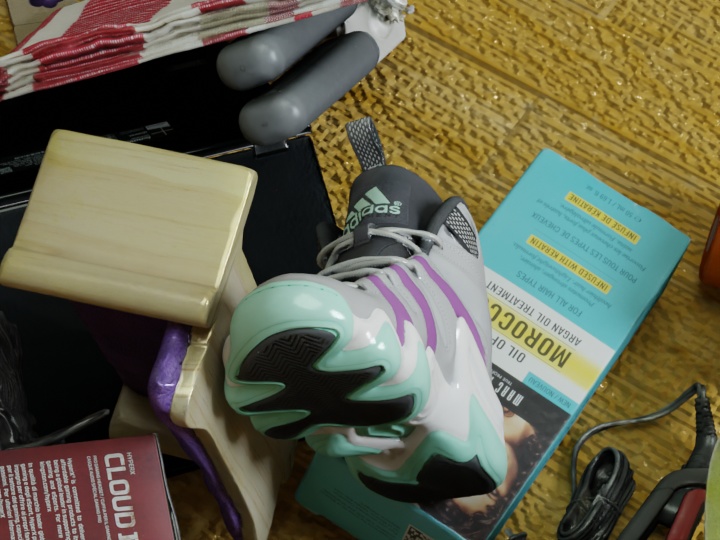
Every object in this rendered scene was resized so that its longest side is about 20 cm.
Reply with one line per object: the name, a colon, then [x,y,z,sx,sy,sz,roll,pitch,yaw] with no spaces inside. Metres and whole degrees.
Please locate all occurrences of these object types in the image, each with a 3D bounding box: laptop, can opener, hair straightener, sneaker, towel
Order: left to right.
laptop: [-0.114,-0.005,1.259,0.187,0.116,0.200,-14,29,-18]
towel: [-0.061,-0.126,1.253,0.200,0.023,0.144,-14,15,13]
can opener: [-0.023,-0.103,1.277,0.066,0.053,0.200,-19,13,20]
sneaker: [0.000,0.000,1.082,0.078,0.200,0.140,-8,68,16]
hair straightener: [0.099,0.117,1.178,0.077,0.041,0.200,23,53,10]

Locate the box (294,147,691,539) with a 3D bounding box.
box: [0.060,0.041,1.219,0.082,0.049,0.200,33,55,7]

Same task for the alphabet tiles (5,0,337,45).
alphabet tiles: [-0.084,-0.170,1.393,0.200,0.008,0.167,-8,54,-14]

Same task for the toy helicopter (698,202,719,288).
toy helicopter: [0.188,0.020,1.203,0.079,0.132,0.200,18,53,1]

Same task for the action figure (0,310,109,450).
action figure: [-0.196,0.069,1.104,0.200,0.119,0.102,10,29,34]

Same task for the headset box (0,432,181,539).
headset box: [-0.151,0.139,1.061,0.200,0.149,0.075,-6,54,-11]

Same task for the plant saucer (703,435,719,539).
plant saucer: [0.179,0.154,1.069,0.031,0.200,0.200,-14,49,21]

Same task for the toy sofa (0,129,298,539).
toy sofa: [-0.077,0.032,1.096,0.083,0.200,0.098,13,71,13]
